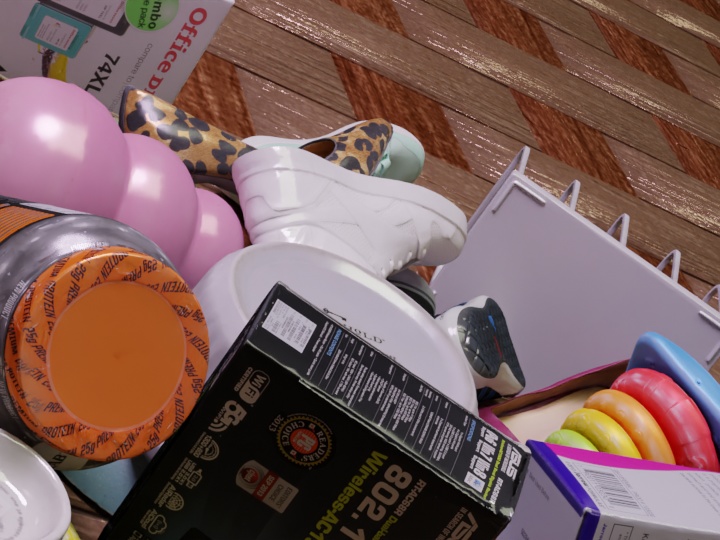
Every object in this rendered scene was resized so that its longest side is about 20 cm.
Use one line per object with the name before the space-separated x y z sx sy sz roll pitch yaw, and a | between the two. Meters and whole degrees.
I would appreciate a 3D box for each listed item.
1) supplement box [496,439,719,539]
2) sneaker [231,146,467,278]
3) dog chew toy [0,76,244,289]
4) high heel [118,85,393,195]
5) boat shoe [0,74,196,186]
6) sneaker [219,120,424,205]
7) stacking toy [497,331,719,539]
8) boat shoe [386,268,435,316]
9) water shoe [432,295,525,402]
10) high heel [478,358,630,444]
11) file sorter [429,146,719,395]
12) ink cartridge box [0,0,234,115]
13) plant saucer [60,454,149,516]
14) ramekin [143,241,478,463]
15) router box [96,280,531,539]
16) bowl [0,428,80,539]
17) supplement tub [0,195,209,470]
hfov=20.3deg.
supplement box | 0.193 0.182 1.232 0.199 0.104 0.101 10 17 -19
sneaker | 0.000 0.000 1.293 0.199 0.073 0.116 14 58 -44
dog chew toy | -0.156 -0.034 1.211 0.199 0.125 0.125 25 26 -31
high heel | -0.067 -0.096 1.355 0.200 0.071 0.143 -37 108 -32
boat shoe | -0.183 -0.084 1.334 0.200 0.063 0.073 15 31 -39
sneaker | -0.001 -0.049 1.497 0.200 0.074 0.118 -10 43 -46
stacking toy | 0.144 0.138 1.305 0.199 0.110 0.116 -24 56 -26
boat shoe | -0.021 0.035 1.333 0.199 0.070 0.066 11 42 -43
water shoe | 0.059 0.059 1.379 0.200 0.078 0.072 23 48 -74
high heel | 0.131 0.094 1.386 0.067 0.096 0.200 46 26 23
file sorter | 0.162 0.022 1.514 0.199 0.139 0.125 35 21 -2
ink cartridge box | -0.218 -0.201 1.398 0.199 0.147 0.146 19 28 -32
plant saucer | -0.101 0.083 1.161 0.199 0.036 0.200 25 27 -14
ramekin | -0.025 0.070 1.120 0.201 0.094 0.203 26 27 -14
router box | -0.033 0.126 0.983 0.149 0.200 0.062 33 32 -5
bowl | -0.187 0.130 0.885 0.199 0.108 0.200 29 25 -15
supplement tub | -0.160 0.029 0.991 0.122 0.123 0.200 20 -4 -31
